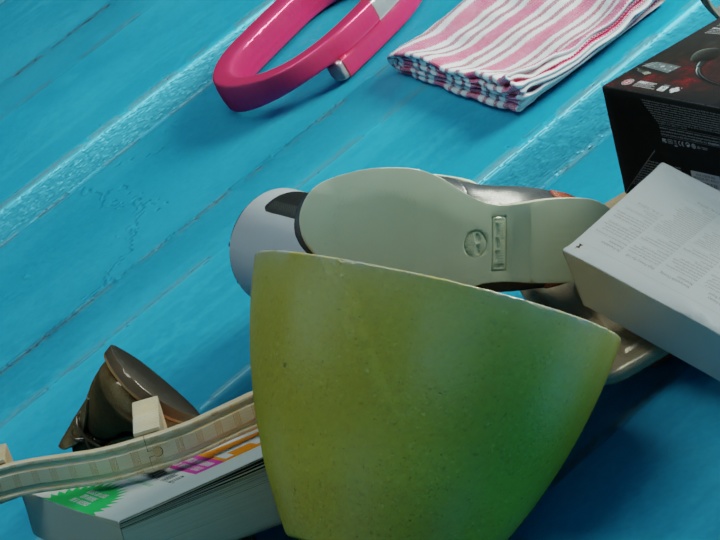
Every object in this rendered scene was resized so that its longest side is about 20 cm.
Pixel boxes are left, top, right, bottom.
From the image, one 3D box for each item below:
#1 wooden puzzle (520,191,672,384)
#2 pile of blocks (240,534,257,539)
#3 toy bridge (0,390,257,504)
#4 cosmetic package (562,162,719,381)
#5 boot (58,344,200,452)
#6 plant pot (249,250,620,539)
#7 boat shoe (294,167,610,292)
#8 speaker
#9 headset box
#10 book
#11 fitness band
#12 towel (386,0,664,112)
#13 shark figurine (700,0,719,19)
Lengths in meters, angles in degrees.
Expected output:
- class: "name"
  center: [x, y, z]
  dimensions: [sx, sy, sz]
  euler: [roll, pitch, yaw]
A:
- class: "wooden puzzle"
  center: [0.194, -0.011, 1.523]
  dimensions: [0.199, 0.037, 0.185]
  euler: [-26, 26, -1]
- class: "pile of blocks"
  center: [-0.107, 0.196, 1.435]
  dimensions: [0.082, 0.062, 0.200]
  euler: [-16, 30, 27]
- class: "toy bridge"
  center: [-0.118, 0.094, 1.480]
  dimensions: [0.199, 0.027, 0.067]
  euler: [-17, 14, -1]
- class: "cosmetic package"
  center: [0.206, 0.017, 1.388]
  dimensions: [0.082, 0.051, 0.200]
  euler: [-38, 42, -19]
- class: "boot"
  center: [-0.146, 0.094, 1.605]
  dimensions: [0.075, 0.074, 0.200]
  euler: [-46, 0, -8]
- class: "plant pot"
  center: [0.024, 0.082, 1.379]
  dimensions: [0.200, 0.200, 0.143]
  euler: [6, 80, 51]
- class: "boat shoe"
  center: [0.049, -0.022, 1.476]
  dimensions: [0.199, 0.071, 0.063]
  euler: [2, 5, -25]
- class: "speaker"
  center: [0.000, 0.000, 1.649]
  dimensions: [0.081, 0.081, 0.200]
  euler: [-41, 28, -20]
- class: "headset box"
  center: [0.265, -0.106, 1.516]
  dimensions: [0.200, 0.075, 0.148]
  euler: [-30, 28, -30]
- class: "book"
  center: [-0.076, 0.116, 1.497]
  dimensions: [0.200, 0.048, 0.133]
  euler: [-21, 14, -28]
- class: "fitness band"
  center: [-0.031, -0.192, 2.070]
  dimensions: [0.143, 0.037, 0.200]
  euler: [-1, 38, 50]
- class: "towel"
  center: [0.117, -0.181, 1.900]
  dimensions: [0.146, 0.030, 0.200]
  euler: [-37, 27, -15]
- class: "shark figurine"
  center: [0.313, -0.169, 1.653]
  dimensions: [0.089, 0.129, 0.214]
  euler: [-19, -4, -39]
